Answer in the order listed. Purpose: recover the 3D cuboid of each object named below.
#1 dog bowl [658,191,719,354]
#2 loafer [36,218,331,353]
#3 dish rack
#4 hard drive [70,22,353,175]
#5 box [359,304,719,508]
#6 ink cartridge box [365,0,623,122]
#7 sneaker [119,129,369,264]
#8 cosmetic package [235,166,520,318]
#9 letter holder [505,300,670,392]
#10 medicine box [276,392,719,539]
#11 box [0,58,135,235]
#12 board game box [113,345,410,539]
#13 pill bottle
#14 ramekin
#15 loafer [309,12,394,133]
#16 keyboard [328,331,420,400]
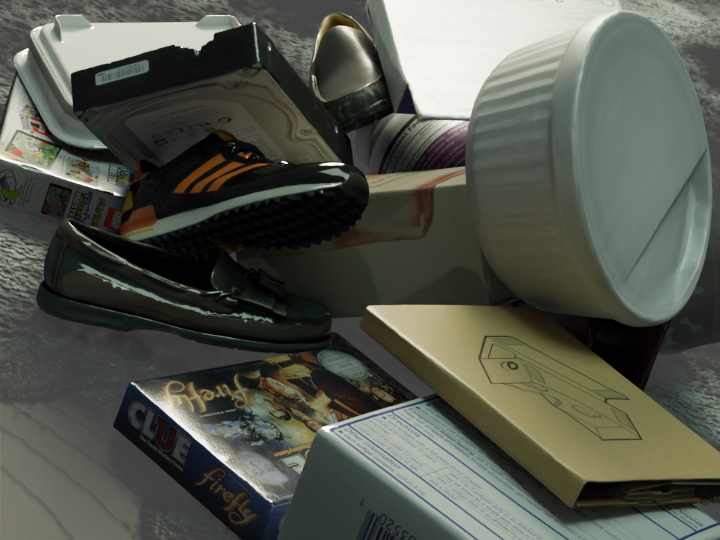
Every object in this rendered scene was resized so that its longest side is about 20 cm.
[{"bbox_3d":[0.219,-0.028,1.840,0.058,0.201,0.200,-11,30,-8],"label":"dog bowl"},{"bbox_3d":[-0.110,0.011,1.586,0.198,0.063,0.072,8,14,-14],"label":"loafer"},{"bbox_3d":[-0.148,-0.148,1.815,0.198,0.044,0.172,-2,30,-22],"label":"dish rack"},{"bbox_3d":[-0.099,-0.098,1.686,0.200,0.139,0.038,48,32,-63],"label":"hard drive"},{"bbox_3d":[0.116,0.079,1.457,0.163,0.021,0.200,4,28,-45],"label":"box"},{"bbox_3d":[0.114,-0.148,1.780,0.198,0.041,0.201,3,37,-13],"label":"ink cartridge box"},{"bbox_3d":[-0.082,-0.060,1.611,0.070,0.199,0.091,30,54,-47],"label":"sneaker"},{"bbox_3d":[0.022,-0.020,1.649,0.199,0.088,0.103,-4,9,32],"label":"cosmetic package"},{"bbox_3d":[0.137,0.026,1.699,0.100,0.143,0.200,16,24,-12],"label":"letter holder"},{"bbox_3d":[0.082,0.162,1.404,0.182,0.104,0.199,34,26,28],"label":"medicine box"},{"bbox_3d":[-0.213,-0.091,1.783,0.109,0.035,0.200,18,23,-10],"label":"box"},{"bbox_3d":[-0.037,0.107,1.508,0.135,0.035,0.199,37,27,31],"label":"board game box"},{"bbox_3d":[0.083,-0.064,1.886,0.112,0.113,0.200,-1,32,-42],"label":"pill bottle"},{"bbox_3d":[0.147,-0.062,1.579,0.094,0.204,0.202,-6,6,33],"label":"ramekin"},{"bbox_3d":[-0.013,-0.148,1.832,0.072,0.073,0.200,-22,13,-1],"label":"loafer"},{"bbox_3d":[0.035,0.093,1.613,0.200,0.011,0.056,37,8,32],"label":"keyboard"}]
